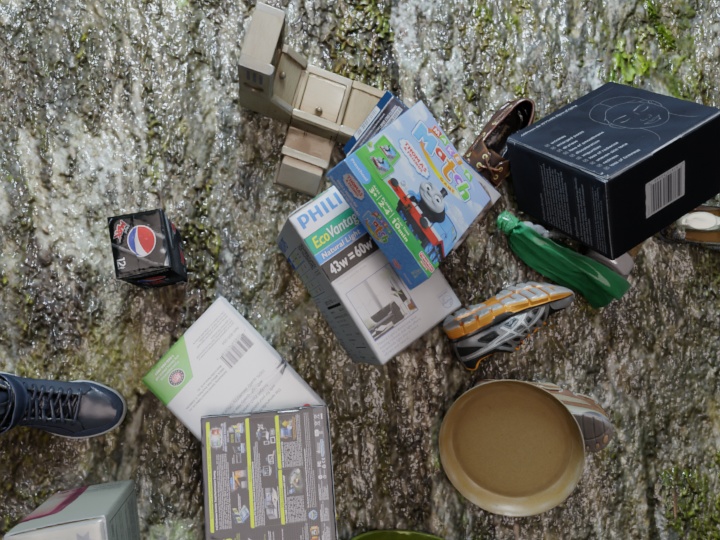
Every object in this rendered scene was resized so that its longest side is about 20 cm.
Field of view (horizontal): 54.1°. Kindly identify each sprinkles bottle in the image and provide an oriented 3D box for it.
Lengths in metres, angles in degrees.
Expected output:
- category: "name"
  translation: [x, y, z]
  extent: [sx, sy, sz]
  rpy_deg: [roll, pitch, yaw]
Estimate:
- category: "sprinkles bottle"
  translation: [0.405, -0.086, 1.038]
  extent: [0.067, 0.068, 0.203]
  rpy_deg: [33, 81, -4]

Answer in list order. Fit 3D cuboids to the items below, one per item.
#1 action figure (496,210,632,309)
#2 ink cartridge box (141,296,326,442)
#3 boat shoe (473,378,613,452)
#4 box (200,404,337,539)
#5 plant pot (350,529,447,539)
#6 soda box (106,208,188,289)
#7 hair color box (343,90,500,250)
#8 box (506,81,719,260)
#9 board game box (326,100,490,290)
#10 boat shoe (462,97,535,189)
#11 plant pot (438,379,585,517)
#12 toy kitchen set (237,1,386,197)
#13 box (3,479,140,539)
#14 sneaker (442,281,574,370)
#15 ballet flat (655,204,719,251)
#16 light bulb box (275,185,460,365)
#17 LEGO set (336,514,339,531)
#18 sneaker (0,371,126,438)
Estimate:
- category: "action figure"
  translation: [0.280, -0.023, 1.006]
  extent: [0.197, 0.119, 0.055]
  rpy_deg: [33, 67, 5]
- category: "ink cartridge box"
  translation: [-0.161, 0.158, 0.924]
  extent: [0.146, 0.084, 0.200]
  rpy_deg: [-45, 92, -9]
- category: "boat shoe"
  translation: [0.253, 0.195, 0.994]
  extent: [0.195, 0.072, 0.078]
  rpy_deg: [17, 117, 9]
- category: "box"
  translation: [-0.109, 0.271, 0.848]
  extent: [0.155, 0.044, 0.206]
  rpy_deg: [-4, 80, -8]
- category: "plant pot"
  translation: [0.057, 0.469, 0.891]
  extent: [0.194, 0.200, 0.199]
  rpy_deg: [7, 96, -8]
- category: "soda box"
  translation: [-0.256, -0.022, 0.866]
  extent: [0.061, 0.200, 0.073]
  rpy_deg: [-10, 86, -10]
- category: "hair color box"
  translation: [0.082, -0.132, 0.939]
  extent: [0.198, 0.061, 0.100]
  rpy_deg: [38, 103, -17]
- category: "box"
  translation: [0.336, -0.142, 0.945]
  extent: [0.197, 0.196, 0.126]
  rpy_deg: [-28, 125, -14]
- category: "board game box"
  translation: [0.063, -0.094, 0.807]
  extent: [0.153, 0.036, 0.200]
  rpy_deg: [52, 41, -7]
- category: "boat shoe"
  translation: [0.185, -0.161, 1.011]
  extent: [0.069, 0.070, 0.203]
  rpy_deg: [30, 83, -8]
- category: "plant pot"
  translation: [0.205, 0.239, 0.963]
  extent: [0.194, 0.028, 0.206]
  rpy_deg: [4, 107, 14]
- category: "toy kitchen set"
  translation: [-0.067, -0.202, 0.921]
  extent: [0.195, 0.180, 0.168]
  rpy_deg: [17, 84, -7]
- category: "box"
  translation: [-0.327, 0.337, 0.826]
  extent: [0.106, 0.200, 0.132]
  rpy_deg: [-7, 86, -9]
- category: "sneaker"
  translation: [0.213, 0.074, 0.999]
  extent: [0.195, 0.078, 0.079]
  rpy_deg: [-20, 101, -6]
- category: "ballet flat"
  translation: [0.536, -0.066, 1.056]
  extent: [0.194, 0.072, 0.074]
  rpy_deg: [3, 85, -8]
- category: "light bulb box"
  translation: [0.000, 0.000, 0.897]
  extent: [0.123, 0.198, 0.203]
  rpy_deg: [-33, 92, -13]
- category: "LEGO set"
  translation: [-0.101, 0.398, 0.896]
  extent: [0.149, 0.116, 0.207]
  rpy_deg: [0, 85, -8]
- category: "sneaker"
  translation: [-0.395, 0.168, 0.859]
  extent: [0.196, 0.146, 0.079]
  rpy_deg: [9, 82, -9]
